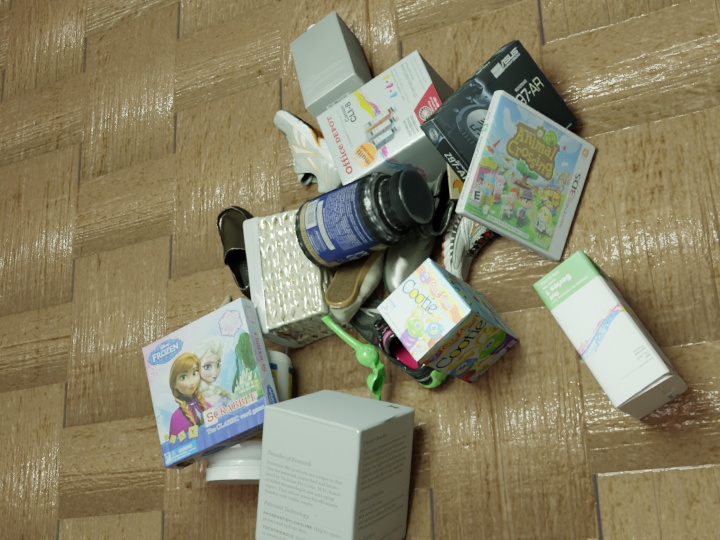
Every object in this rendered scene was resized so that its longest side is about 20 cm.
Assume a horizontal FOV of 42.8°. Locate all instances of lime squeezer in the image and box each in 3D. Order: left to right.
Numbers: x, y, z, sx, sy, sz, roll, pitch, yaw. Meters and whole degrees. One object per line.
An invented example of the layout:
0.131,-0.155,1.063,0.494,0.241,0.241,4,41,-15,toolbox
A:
0.006,0.156,1.392,0.070,0.038,0.201,-21,98,25,lime squeezer

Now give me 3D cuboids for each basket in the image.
-0.098,0.009,1.493,0.123,0.135,0.202,-18,69,21,basket

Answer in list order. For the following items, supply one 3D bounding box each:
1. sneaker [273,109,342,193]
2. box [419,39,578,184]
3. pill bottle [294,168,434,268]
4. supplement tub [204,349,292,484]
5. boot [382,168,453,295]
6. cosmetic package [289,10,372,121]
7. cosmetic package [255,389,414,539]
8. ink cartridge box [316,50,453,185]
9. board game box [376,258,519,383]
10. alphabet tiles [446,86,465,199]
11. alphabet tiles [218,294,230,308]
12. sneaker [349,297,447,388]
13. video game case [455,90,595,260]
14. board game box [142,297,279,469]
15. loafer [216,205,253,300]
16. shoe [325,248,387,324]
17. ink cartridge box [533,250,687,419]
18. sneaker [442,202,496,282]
-0.097,-0.203,1.592,0.200,0.076,0.092,42,101,32,sneaker
0.206,-0.214,1.345,0.200,0.161,0.043,-44,13,-20,box
0.006,-0.081,1.376,0.199,0.111,0.113,-19,67,37,pill bottle
-0.182,0.235,1.466,0.144,0.144,0.202,-9,71,26,supplement tub
0.093,-0.054,1.403,0.067,0.131,0.202,17,81,-12,boot
-0.046,-0.338,1.563,0.106,0.090,0.201,-31,42,19,cosmetic package
-0.034,0.295,1.328,0.165,0.167,0.202,7,96,31,cosmetic package
0.060,-0.215,1.464,0.199,0.144,0.146,-31,63,19,ink cartridge box
0.128,0.077,1.308,0.103,0.200,0.105,-44,59,10,board game box
0.201,-0.174,1.367,0.006,0.165,0.202,167,98,-66,alphabet tiles
-0.266,0.131,1.543,0.008,0.200,0.168,34,95,-13,alphabet tiles
0.054,0.098,1.408,0.200,0.084,0.077,35,84,32,sneaker
0.241,-0.133,1.317,0.022,0.199,0.183,9,78,59,video game case
-0.230,0.173,1.401,0.199,0.041,0.201,-27,65,19,board game box
-0.205,-0.037,1.601,0.073,0.071,0.201,-36,62,15,loafer
0.000,0.000,1.460,0.069,0.054,0.201,3,45,31,shoe
0.334,0.089,1.223,0.084,0.145,0.201,-38,62,15,ink cartridge box
0.180,-0.071,1.397,0.082,0.078,0.202,19,92,19,sneaker
